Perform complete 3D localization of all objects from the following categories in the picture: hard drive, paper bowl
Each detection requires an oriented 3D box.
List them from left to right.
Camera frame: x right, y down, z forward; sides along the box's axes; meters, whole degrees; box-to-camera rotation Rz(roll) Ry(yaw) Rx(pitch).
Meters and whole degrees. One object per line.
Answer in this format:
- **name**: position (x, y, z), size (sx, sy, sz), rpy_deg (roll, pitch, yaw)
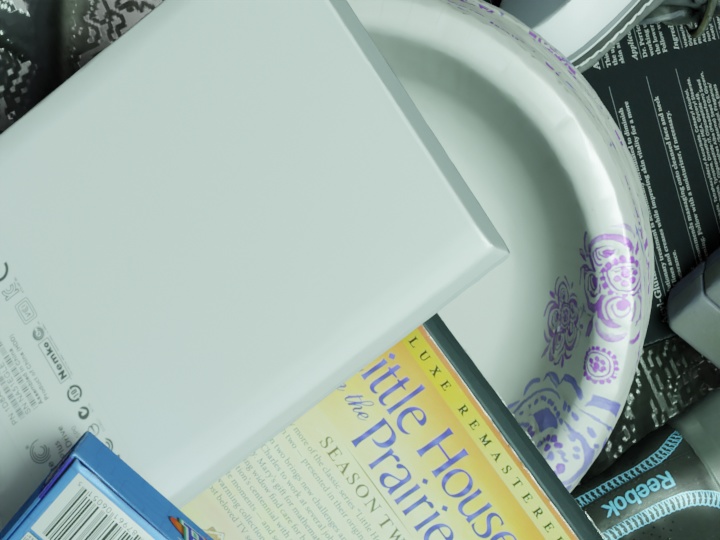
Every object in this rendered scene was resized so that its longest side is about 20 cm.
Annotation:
- **hard drive**: position (-0.067, 0.001, 0.916), size (0.132, 0.200, 0.027), rpy_deg (57, 15, 17)
- **paper bowl**: position (0.000, 0.000, 0.986), size (0.104, 0.200, 0.202), rpy_deg (-45, 113, -77)

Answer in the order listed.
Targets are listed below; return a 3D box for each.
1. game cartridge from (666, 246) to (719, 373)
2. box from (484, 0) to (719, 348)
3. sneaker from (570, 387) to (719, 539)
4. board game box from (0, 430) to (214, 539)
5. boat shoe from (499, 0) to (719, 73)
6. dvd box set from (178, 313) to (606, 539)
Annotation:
- **game cartridge**: position (0.223, 0.036, 1.052), size (0.200, 0.130, 0.038), rpy_deg (39, 34, -16)
- **box**: position (0.078, -0.069, 1.097), size (0.141, 0.079, 0.201), rpy_deg (-16, 91, -37)
- **sneaker**: position (0.102, 0.113, 1.042), size (0.082, 0.200, 0.073), rpy_deg (-25, 58, -12)
- **board game box**: position (-0.093, 0.175, 0.886), size (0.152, 0.045, 0.200), rpy_deg (42, 95, -4)
- **boat shoe**: position (0.120, -0.122, 1.051), size (0.066, 0.070, 0.200), rpy_deg (53, 48, -17)
- **dvd box set**: position (-0.022, 0.116, 0.938), size (0.147, 0.200, 0.029), rpy_deg (52, 14, -2)
